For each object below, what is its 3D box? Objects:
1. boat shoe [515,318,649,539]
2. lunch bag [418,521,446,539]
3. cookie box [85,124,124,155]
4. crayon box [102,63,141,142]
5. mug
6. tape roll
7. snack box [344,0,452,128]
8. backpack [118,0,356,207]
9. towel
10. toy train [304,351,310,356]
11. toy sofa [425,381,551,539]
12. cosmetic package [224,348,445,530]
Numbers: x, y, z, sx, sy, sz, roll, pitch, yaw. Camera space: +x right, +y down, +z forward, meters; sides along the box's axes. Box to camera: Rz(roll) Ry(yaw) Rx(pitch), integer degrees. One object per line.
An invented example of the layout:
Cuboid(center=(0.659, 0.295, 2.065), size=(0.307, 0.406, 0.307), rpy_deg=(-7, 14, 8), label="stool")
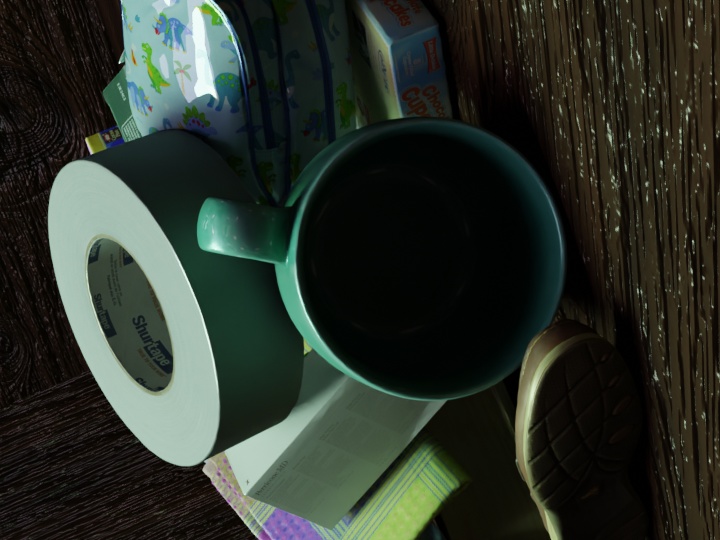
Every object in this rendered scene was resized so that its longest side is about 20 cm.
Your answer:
Cuboid(center=(0.115, 0.095, 0.925), size=(0.068, 0.072, 0.201), rpy_deg=(56, 168, 42), label="boat shoe")
Cuboid(center=(-0.007, 0.199, 1.233), size=(0.200, 0.127, 0.170), rpy_deg=(49, 166, 41), label="lunch bag")
Cuboid(center=(-0.122, -0.081, 1.449), size=(0.075, 0.199, 0.171), rpy_deg=(77, 166, -47), label="cookie box")
Cuboid(center=(-0.083, -0.115, 1.269), size=(0.052, 0.199, 0.126), rpy_deg=(-34, 79, 54), label="crayon box")
Cuboid(center=(0.016, -0.019, 0.921), size=(0.185, 0.152, 0.114), rpy_deg=(42, 175, -11), label="mug")
Cuboid(center=(-0.118, 0.017, 1.022), size=(0.200, 0.066, 0.201), rpy_deg=(37, 139, 40), label="tape roll")
Cuboid(center=(0.025, -0.105, 1.063), size=(0.201, 0.037, 0.116), rpy_deg=(77, 167, -46), label="snack box")
Cuboid(center=(-0.075, -0.131, 1.032), size=(0.163, 0.153, 0.201), rpy_deg=(33, 121, 40), label="backpack")
Cuboid(center=(-0.022, 0.135, 1.137), size=(0.023, 0.144, 0.200), rpy_deg=(30, -170, -49), label="towel")
Cuboid(center=(0.000, 0.000, 1.153), size=(0.042, 0.056, 0.201), rpy_deg=(126, 158, -50), label="toy train")
Cuboid(center=(0.077, 0.127, 1.180), size=(0.098, 0.082, 0.201), rpy_deg=(98, 148, -82), label="toy sofa")
Cuboid(center=(0.007, 0.072, 1.061), size=(0.082, 0.200, 0.051), rpy_deg=(29, -161, -40), label="cosmetic package")
